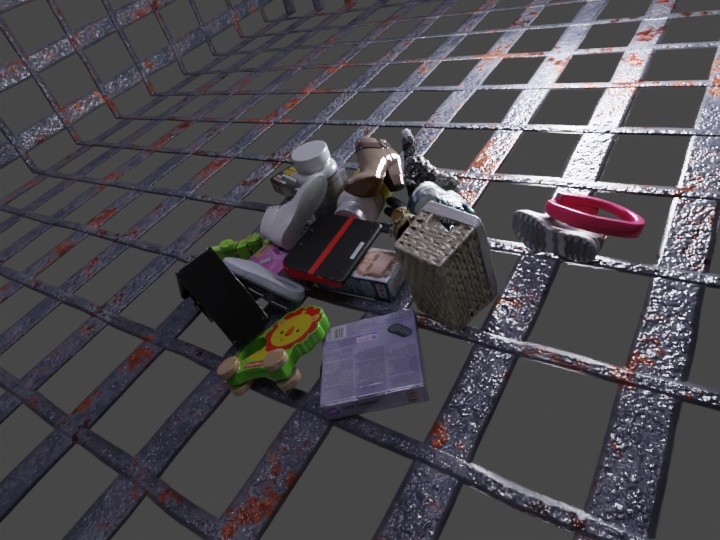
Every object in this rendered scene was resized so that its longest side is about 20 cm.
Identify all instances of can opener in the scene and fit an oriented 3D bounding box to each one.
[{"bbox_3d":[0.135,-0.124,1.254,0.066,0.054,0.200,-2,27,-33],"label":"can opener"}]

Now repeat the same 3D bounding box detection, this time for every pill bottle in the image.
[{"bbox_3d":[-0.102,-0.220,1.335,0.111,0.202,0.115,-11,39,9],"label":"pill bottle"},{"bbox_3d":[0.007,-0.180,1.311,0.110,0.114,0.201,4,44,27],"label":"pill bottle"}]

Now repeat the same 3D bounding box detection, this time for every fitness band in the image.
[{"bbox_3d":[0.465,-0.112,1.030,0.196,0.038,0.144,6,25,-14],"label":"fitness band"}]

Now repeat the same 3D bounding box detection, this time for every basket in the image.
[{"bbox_3d":[0.159,-0.004,0.973,0.123,0.202,0.135,-42,43,-20],"label":"basket"}]

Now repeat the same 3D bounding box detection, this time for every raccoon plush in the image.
[{"bbox_3d":[0.175,-0.265,1.296,0.131,0.205,0.097,-8,7,13],"label":"raccoon plush"}]

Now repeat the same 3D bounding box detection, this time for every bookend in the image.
[{"bbox_3d":[-0.304,0.080,1.139,0.092,0.200,0.200,-40,-2,-23],"label":"bookend"}]

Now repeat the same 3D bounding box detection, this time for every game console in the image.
[{"bbox_3d":[-0.064,-0.050,1.164,0.174,0.031,0.201,14,51,27],"label":"game console"}]

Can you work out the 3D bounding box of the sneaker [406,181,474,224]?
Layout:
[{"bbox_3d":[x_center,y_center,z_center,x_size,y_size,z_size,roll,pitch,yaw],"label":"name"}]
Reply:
[{"bbox_3d":[0.187,-0.144,1.163,0.197,0.079,0.086,-3,34,-43],"label":"sneaker"}]

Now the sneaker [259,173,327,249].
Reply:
[{"bbox_3d":[-0.169,-0.156,1.250,0.114,0.074,0.202,21,74,40],"label":"sneaker"}]

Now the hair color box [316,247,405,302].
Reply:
[{"bbox_3d":[0.000,0.000,1.145,0.197,0.061,0.101,9,47,31],"label":"hair color box"}]

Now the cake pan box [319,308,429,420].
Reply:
[{"bbox_3d":[0.018,0.169,0.948,0.196,0.053,0.186,-14,37,8],"label":"cake pan box"}]

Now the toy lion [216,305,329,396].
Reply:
[{"bbox_3d":[-0.159,0.145,1.017,0.197,0.069,0.193,-14,30,31],"label":"toy lion"}]

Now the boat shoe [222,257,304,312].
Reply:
[{"bbox_3d":[-0.220,0.036,1.134,0.197,0.072,0.072,25,17,7],"label":"boat shoe"}]

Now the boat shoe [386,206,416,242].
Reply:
[{"bbox_3d":[0.109,-0.083,1.168,0.062,0.074,0.201,5,32,-28],"label":"boat shoe"}]

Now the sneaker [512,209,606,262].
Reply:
[{"bbox_3d":[0.404,-0.075,1.065,0.081,0.076,0.199,-25,41,-33],"label":"sneaker"}]

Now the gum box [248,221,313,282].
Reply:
[{"bbox_3d":[-0.177,-0.033,1.255,0.112,0.067,0.200,16,51,36],"label":"gum box"}]

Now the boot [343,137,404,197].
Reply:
[{"bbox_3d":[0.019,-0.255,1.250,0.197,0.070,0.148,-6,62,-38],"label":"boot"}]

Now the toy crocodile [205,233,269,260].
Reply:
[{"bbox_3d":[-0.303,-0.056,1.339,0.196,0.069,0.062,-10,33,9],"label":"toy crocodile"}]

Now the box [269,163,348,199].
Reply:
[{"bbox_3d":[-0.154,-0.269,1.538,0.158,0.049,0.199,-38,42,-20],"label":"box"}]
